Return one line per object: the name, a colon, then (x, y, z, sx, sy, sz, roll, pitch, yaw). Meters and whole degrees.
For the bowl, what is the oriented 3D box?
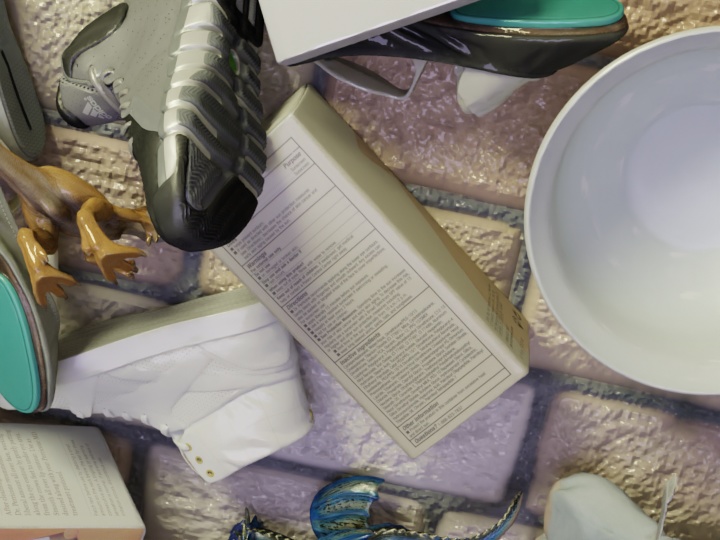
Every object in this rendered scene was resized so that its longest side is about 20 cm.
bowl: (0.188, -0.041, 0.729, 0.200, 0.090, 0.202, 2, 112, 6)

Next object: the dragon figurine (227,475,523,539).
dragon figurine: (-0.001, 0.172, 0.848, 0.200, 0.059, 0.099, -27, 114, 24)

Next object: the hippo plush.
hippo plush: (0.207, 0.190, 0.812, 0.160, 0.159, 0.200, 1, 132, -25)

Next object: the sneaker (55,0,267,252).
sneaker: (-0.114, -0.080, 0.714, 0.115, 0.200, 0.075, -17, 138, 23)

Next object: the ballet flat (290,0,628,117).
ballet flat: (0.044, -0.126, 0.733, 0.199, 0.068, 0.069, 11, 123, 14)

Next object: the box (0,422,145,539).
box: (-0.257, 0.182, 0.818, 0.200, 0.106, 0.153, 6, 117, -32)

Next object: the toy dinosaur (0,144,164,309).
toy dinosaur: (-0.171, -0.039, 0.735, 0.060, 0.106, 0.200, -37, 142, 13)

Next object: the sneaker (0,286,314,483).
sneaker: (-0.129, 0.086, 0.829, 0.199, 0.074, 0.116, -13, 106, 11)

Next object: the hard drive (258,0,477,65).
hard drive: (-0.008, -0.222, 0.685, 0.132, 0.025, 0.201, -17, 90, 13)

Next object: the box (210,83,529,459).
box: (0.000, 0.000, 0.775, 0.095, 0.078, 0.200, -38, 102, 19)

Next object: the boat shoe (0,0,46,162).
boat shoe: (-0.239, -0.148, 0.750, 0.067, 0.074, 0.201, -8, 110, 10)

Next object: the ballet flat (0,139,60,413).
ballet flat: (-0.203, -0.015, 0.754, 0.067, 0.064, 0.200, 1, 120, 42)
